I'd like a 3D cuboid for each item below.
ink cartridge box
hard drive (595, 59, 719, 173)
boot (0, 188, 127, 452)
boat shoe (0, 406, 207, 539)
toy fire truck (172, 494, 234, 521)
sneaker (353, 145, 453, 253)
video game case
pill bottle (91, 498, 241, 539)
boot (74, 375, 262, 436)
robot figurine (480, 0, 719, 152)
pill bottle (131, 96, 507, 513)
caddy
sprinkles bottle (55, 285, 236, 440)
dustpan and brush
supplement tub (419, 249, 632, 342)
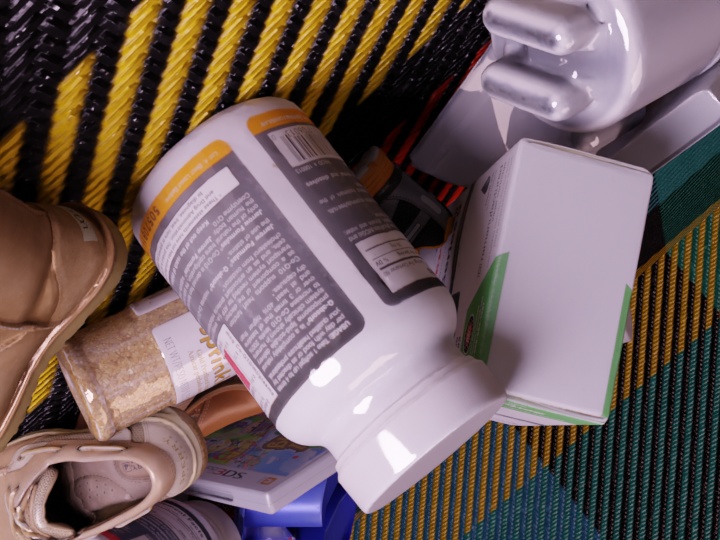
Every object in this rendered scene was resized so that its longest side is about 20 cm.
[{"bbox_3d":[0.098,0.018,0.749,0.200,0.083,0.148,134,-32,-78],"label":"ink cartridge box"},{"bbox_3d":[0.225,-0.118,0.837,0.132,0.027,0.200,-40,-177,42],"label":"hard drive"},{"bbox_3d":[-0.197,0.025,0.485,0.176,0.066,0.200,-54,165,5],"label":"boot"},{"bbox_3d":[-0.190,0.136,0.739,0.198,0.072,0.064,-24,-174,25],"label":"boat shoe"},{"bbox_3d":[-0.165,0.309,1.155,0.175,0.201,0.129,-25,160,-45],"label":"toy fire truck"},{"bbox_3d":[0.000,0.000,0.844,0.079,0.077,0.200,-63,-177,-35],"label":"sneaker"},{"bbox_3d":[-0.070,0.152,1.077,0.181,0.022,0.199,0,-160,45],"label":"video game case"},{"bbox_3d":[-0.177,0.247,0.951,0.120,0.120,0.200,-43,166,15],"label":"pill bottle"},{"bbox_3d":[-0.136,0.116,0.882,0.155,0.077,0.199,-47,162,22],"label":"boot"},{"bbox_3d":[0.159,-0.158,0.734,0.199,0.112,0.171,-29,135,-36],"label":"robot figurine"},{"bbox_3d":[-0.021,0.017,0.623,0.116,0.201,0.117,-36,165,-11],"label":"pill bottle"},{"bbox_3d":[-0.069,0.222,1.158,0.200,0.104,0.143,-55,146,-70],"label":"caddy"},{"bbox_3d":[-0.082,0.030,0.726,0.198,0.069,0.068,-26,163,-19],"label":"sprinkles bottle"},{"bbox_3d":[0.132,-0.102,0.860,0.199,0.057,0.140,27,108,-34],"label":"dustpan and brush"},{"bbox_3d":[0.104,0.015,0.947,0.198,0.134,0.132,-15,173,17],"label":"supplement tub"}]
